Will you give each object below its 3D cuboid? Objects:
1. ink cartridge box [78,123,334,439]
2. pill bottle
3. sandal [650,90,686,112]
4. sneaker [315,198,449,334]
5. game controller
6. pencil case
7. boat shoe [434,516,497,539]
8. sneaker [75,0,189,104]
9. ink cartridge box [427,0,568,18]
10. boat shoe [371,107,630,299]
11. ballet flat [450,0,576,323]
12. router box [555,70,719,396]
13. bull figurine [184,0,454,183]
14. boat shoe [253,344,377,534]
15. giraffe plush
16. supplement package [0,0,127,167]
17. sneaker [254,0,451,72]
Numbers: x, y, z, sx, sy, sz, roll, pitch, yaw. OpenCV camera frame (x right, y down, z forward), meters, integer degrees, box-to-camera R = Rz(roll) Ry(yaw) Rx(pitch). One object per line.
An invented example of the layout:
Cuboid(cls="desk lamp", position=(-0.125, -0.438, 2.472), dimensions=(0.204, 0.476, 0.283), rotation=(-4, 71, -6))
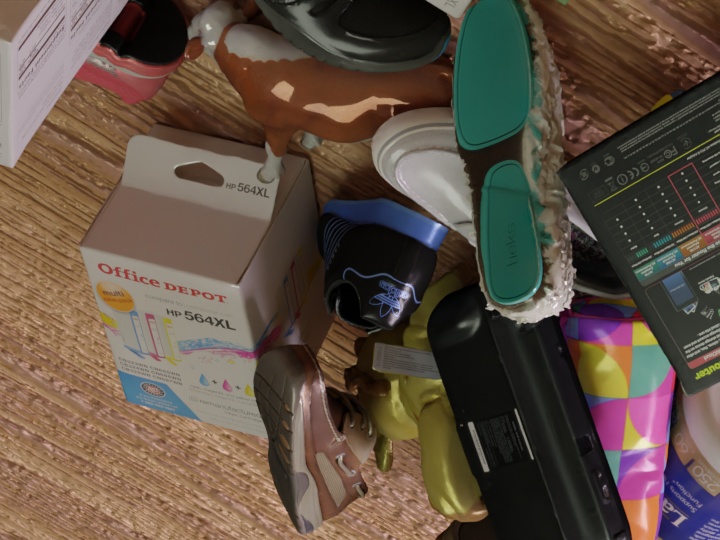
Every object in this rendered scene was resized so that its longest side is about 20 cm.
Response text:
Cuboid(cls="ink cartridge box", position=(-0.108, 0.001, 1.300), dimensions=(0.128, 0.126, 0.201), rotation=(12, 142, 19))
Cuboid(cls="pill bottle", position=(0.236, 0.141, 1.267), dimensions=(0.115, 0.116, 0.200), rotation=(28, 143, -3))
Cuboid(cls="sandal", position=(0.245, -0.033, 1.102), dimensions=(0.087, 0.080, 0.200), rotation=(-34, 111, 13))
Cuboid(cls="sneaker", position=(0.000, 0.000, 1.214), dimensions=(0.070, 0.078, 0.200), rotation=(26, 173, -10))
Cuboid(cls="game controller", position=(0.105, 0.104, 1.163), dimensions=(0.104, 0.042, 0.201), rotation=(-22, 86, 54))
Cuboid(cls="pencil case", position=(0.159, 0.110, 1.194), dimensions=(0.088, 0.088, 0.202), rotation=(6, 103, 25))
Cuboid(cls="boat shoe", position=(0.133, 0.207, 1.348), dimensions=(0.199, 0.072, 0.068), rotation=(4, 143, -30))
Cuboid(cls="sneaker", position=(-0.213, -0.170, 1.204), dimensions=(0.199, 0.074, 0.087), rotation=(31, 147, -3))
Cuboid(cls="ink cartridge box", position=(0.044, -0.210, 1.007), dimensions=(0.199, 0.060, 0.104), rotation=(31, 143, -5))
Cuboid(cls="boat shoe", position=(0.095, -0.035, 1.133), dimensions=(0.199, 0.069, 0.072), rotation=(28, 123, -29))
Cuboid(cls="ballet flat", position=(0.095, -0.064, 1.080), dimensions=(0.071, 0.202, 0.072), rotation=(-2, 167, 0))
Cuboid(cls="router box", position=(0.231, -0.043, 1.000), dimensions=(0.199, 0.062, 0.151), rotation=(-30, 90, 28))
Cuboid(cls="bull figurine", position=(-0.023, -0.109, 1.167), dimensions=(0.199, 0.065, 0.122), rotation=(13, 144, 19))
Cuboid(cls="boat shoe", position=(-0.028, 0.110, 1.273), dimensions=(0.071, 0.076, 0.201), rotation=(-20, 149, -12))
Cuboid(cls="giraffe plush", position=(0.060, 0.088, 1.300), dimensions=(0.199, 0.174, 0.162), rotation=(29, 167, -22))
Cuboid(cls="supplement package", position=(-0.228, -0.190, 1.080), dimensions=(0.155, 0.201, 0.111), rotation=(22, 143, 6))
Cuboid(cls="sneaker", position=(-0.033, -0.186, 1.074), dimensions=(0.199, 0.073, 0.082), rotation=(27, 142, -1))
